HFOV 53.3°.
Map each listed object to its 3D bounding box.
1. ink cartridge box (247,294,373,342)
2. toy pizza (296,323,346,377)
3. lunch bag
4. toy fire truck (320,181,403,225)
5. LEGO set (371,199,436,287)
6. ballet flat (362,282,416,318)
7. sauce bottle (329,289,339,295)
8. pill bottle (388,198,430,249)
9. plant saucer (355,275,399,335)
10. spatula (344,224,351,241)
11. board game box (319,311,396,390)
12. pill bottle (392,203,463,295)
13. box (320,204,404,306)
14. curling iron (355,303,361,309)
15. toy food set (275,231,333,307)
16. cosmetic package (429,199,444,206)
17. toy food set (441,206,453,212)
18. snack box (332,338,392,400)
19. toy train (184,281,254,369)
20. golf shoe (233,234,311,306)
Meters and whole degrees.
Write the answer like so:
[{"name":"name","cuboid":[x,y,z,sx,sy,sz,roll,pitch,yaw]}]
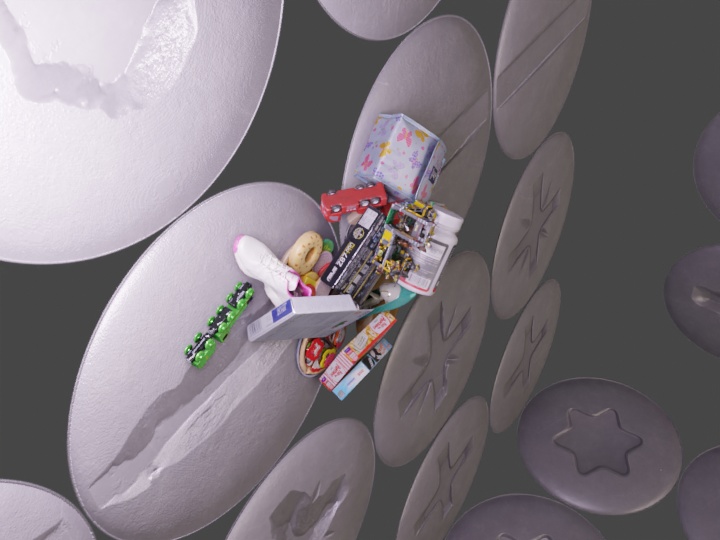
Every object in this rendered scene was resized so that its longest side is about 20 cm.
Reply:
[{"name":"ink cartridge box","cuboid":[-0.107,0.099,1.500,0.199,0.196,0.044,-2,70,-38]},{"name":"toy pizza","cuboid":[-0.087,0.173,1.780,0.200,0.032,0.202,-37,138,-43]},{"name":"lunch bag","cuboid":[0.111,-0.252,1.689,0.199,0.127,0.171,28,85,-36]},{"name":"toy fire truck","cuboid":[0.005,-0.140,1.635,0.198,0.049,0.141,-13,155,-11]},{"name":"LEGO set","cuboid":[0.121,-0.059,1.602,0.153,0.115,0.201,8,110,-59]},{"name":"ballet flat","cuboid":[0.048,0.070,1.810,0.070,0.199,0.068,44,29,-47]},{"name":"sauce bottle","cuboid":[-0.050,0.068,1.729,0.200,0.066,0.066,-51,146,-38]},{"name":"pill bottle","cuboid":[0.105,-0.091,1.835,0.114,0.113,0.202,-1,109,-59]},{"name":"plant saucer","cuboid":[0.058,0.105,1.978,0.200,0.035,0.202,-37,138,-43]},{"name":"spatula","cuboid":[-0.024,-0.095,1.721,0.057,0.020,0.202,-48,152,-65]},{"name":"board game box","cuboid":[-0.007,0.201,1.828,0.200,0.046,0.152,-41,171,-42]},{"name":"pill bottle","cuboid":[0.164,-0.052,1.730,0.114,0.113,0.201,-1,118,-59]},{"name":"box","cuboid":[0.011,-0.030,1.630,0.201,0.049,0.161,-57,149,-1]},{"name":"curling iron","cuboid":[0.000,0.000,1.732,0.049,0.025,0.202,16,66,-35]},{"name":"toy food set","cuboid":[-0.119,0.017,1.592,0.198,0.048,0.202,30,81,-61]},{"name":"cosmetic package","cuboid":[0.148,-0.099,1.945,0.107,0.084,0.202,-4,113,-63]},{"name":"toy food set","cuboid":[0.208,-0.068,1.928,0.200,0.048,0.200,15,94,-73]},{"name":"snack box","cuboid":[0.008,0.253,1.861,0.116,0.037,0.200,-48,174,22]},{"name":"toy train","cuboid":[-0.274,0.107,1.416,0.201,0.041,0.057,-54,157,-25]},{"name":"golf shoe","cuboid":[-0.171,-0.001,1.429,0.200,0.091,0.076,50,53,-37]}]
